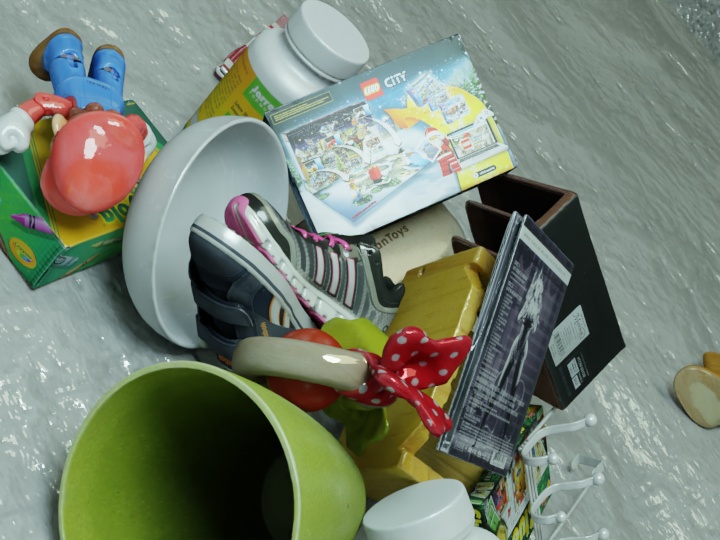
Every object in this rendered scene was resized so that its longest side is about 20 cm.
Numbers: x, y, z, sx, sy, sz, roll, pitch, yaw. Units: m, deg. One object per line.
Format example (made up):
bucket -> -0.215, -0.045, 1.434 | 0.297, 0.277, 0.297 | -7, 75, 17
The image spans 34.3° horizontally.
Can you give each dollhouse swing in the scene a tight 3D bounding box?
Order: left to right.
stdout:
dollhouse swing -> 0.097, 0.120, 1.029 | 0.175, 0.182, 0.201 | 31, 68, -20

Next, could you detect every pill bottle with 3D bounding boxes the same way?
pill bottle -> -0.083, -0.165, 1.150 | 0.111, 0.200, 0.111 | 31, 34, -23
pill bottle -> 0.072, 0.267, 0.889 | 0.112, 0.112, 0.201 | -30, 103, -58

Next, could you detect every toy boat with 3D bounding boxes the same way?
toy boat -> 0.000, 0.000, 1.150 | 0.200, 0.131, 0.131 | -32, 79, -26

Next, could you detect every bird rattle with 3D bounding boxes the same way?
bird rattle -> -0.017, 0.086, 0.878 | 0.162, 0.200, 0.113 | 11, 86, -11

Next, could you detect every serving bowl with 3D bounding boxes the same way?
serving bowl -> -0.139, -0.039, 0.992 | 0.066, 0.201, 0.200 | 19, 23, 24

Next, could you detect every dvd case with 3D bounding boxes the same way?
dvd case -> 0.125, 0.067, 0.980 | 0.016, 0.201, 0.149 | 15, -9, 29

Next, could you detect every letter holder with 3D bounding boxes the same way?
letter holder -> 0.153, 0.013, 1.140 | 0.142, 0.101, 0.201 | 25, -31, 47

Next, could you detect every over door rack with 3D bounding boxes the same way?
over door rack -> 0.218, 0.192, 1.176 | 0.200, 0.066, 0.148 | -50, 135, -55

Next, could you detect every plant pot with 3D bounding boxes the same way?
plant pot -> -0.078, 0.165, 0.838 | 0.188, 0.187, 0.200 | 60, 18, 20

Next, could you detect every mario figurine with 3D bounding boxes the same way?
mario figurine -> -0.231, -0.108, 0.944 | 0.123, 0.106, 0.200 | -11, 41, -6

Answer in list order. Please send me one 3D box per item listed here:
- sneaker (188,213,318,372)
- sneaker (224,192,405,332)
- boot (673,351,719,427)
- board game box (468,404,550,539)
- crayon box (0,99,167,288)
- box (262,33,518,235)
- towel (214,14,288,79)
sneaker -> -0.097, 0.036, 0.961 | 0.078, 0.080, 0.200 | 29, -17, 35
sneaker -> -0.033, -0.010, 0.998 | 0.200, 0.088, 0.074 | 45, -14, -29
boot -> 0.494, 0.158, 1.630 | 0.201, 0.071, 0.144 | 37, 27, -23
board game box -> 0.145, 0.218, 1.121 | 0.200, 0.023, 0.105 | -41, 129, -58
crayon box -> -0.235, -0.071, 1.001 | 0.119, 0.058, 0.200 | 51, 31, 6
box -> 0.027, -0.117, 1.076 | 0.038, 0.199, 0.137 | 141, -75, -80
towel -> -0.083, -0.219, 1.385 | 0.144, 0.023, 0.200 | 46, 33, -7
